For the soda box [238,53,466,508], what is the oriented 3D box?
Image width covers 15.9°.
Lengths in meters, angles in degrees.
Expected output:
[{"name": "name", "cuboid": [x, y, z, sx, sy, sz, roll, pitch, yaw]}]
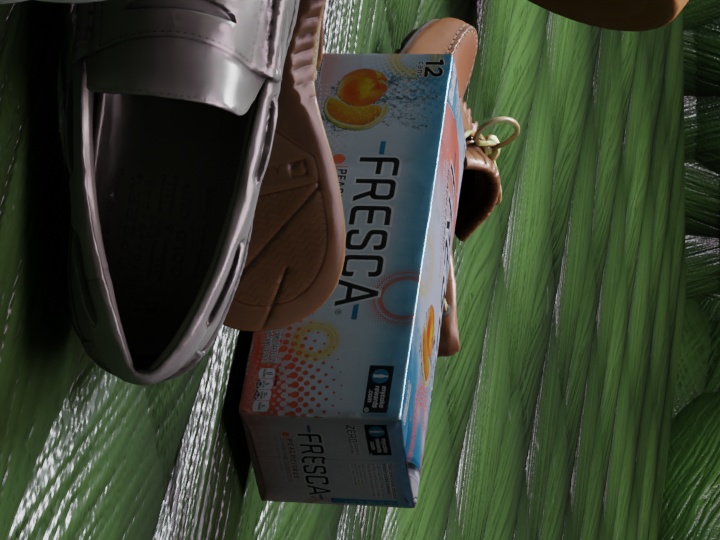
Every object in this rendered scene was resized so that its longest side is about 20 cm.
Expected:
[{"name": "soda box", "cuboid": [0.000, 0.000, 1.083, 0.064, 0.068, 0.200, 79, 16, -51]}]

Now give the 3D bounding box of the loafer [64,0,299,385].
[{"name": "loafer", "cuboid": [-0.051, -0.064, 0.763, 0.070, 0.070, 0.200, -116, -150, -75]}]

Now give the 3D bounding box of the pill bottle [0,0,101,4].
[{"name": "pill bottle", "cuboid": [-0.062, -0.128, 0.624, 0.200, 0.112, 0.112, -61, 152, -66]}]

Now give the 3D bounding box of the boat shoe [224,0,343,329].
[{"name": "boat shoe", "cuboid": [-0.045, -0.084, 0.845, 0.072, 0.072, 0.200, -132, -147, -69]}]

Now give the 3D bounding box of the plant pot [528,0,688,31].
[{"name": "plant pot", "cuboid": [0.151, -0.236, 1.552, 0.200, 0.200, 0.140, 64, 46, -68]}]

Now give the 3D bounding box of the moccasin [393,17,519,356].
[{"name": "moccasin", "cuboid": [0.039, -0.042, 1.256, 0.074, 0.078, 0.201, 82, 15, -45]}]
